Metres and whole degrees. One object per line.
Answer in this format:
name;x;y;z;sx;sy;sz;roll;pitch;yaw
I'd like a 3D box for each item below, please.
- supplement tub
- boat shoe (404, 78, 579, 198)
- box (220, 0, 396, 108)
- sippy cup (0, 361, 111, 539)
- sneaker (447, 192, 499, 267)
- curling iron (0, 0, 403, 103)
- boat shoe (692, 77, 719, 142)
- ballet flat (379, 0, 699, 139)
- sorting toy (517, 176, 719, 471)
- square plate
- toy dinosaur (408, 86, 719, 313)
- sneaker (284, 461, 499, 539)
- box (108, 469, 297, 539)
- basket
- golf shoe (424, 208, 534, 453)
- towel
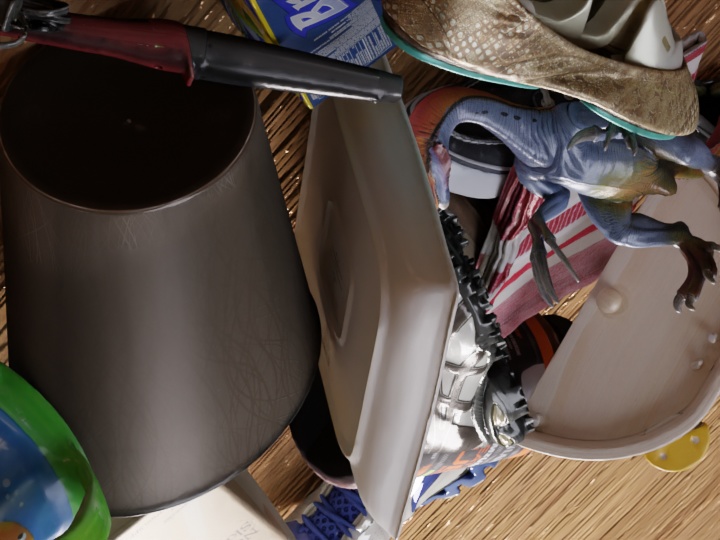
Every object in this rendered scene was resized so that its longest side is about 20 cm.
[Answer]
supplement tub;0.057;0.072;1.257;0.199;0.107;0.107;-7;139;-41
boat shoe;0.095;-0.091;1.103;0.200;0.072;0.068;-11;144;-47
box;-0.041;-0.153;0.841;0.064;0.070;0.200;-38;153;-5
sippy cup;-0.211;0.120;0.918;0.178;0.140;0.130;-34;-168;49
sneaker;0.068;-0.038;1.177;0.076;0.070;0.200;-56;158;-2
curling iron;-0.076;-0.090;0.837;0.199;0.050;0.026;10;104;-20
boat shoe;0.233;-0.088;1.278;0.200;0.073;0.065;-4;143;-48
ballet flat;0.097;-0.107;0.884;0.199;0.071;0.065;9;126;-44
sorting toy;0.187;0.026;1.218;0.201;0.107;0.180;-61;175;10
square plate;0.000;0.000;0.995;0.028;0.201;0.199;-4;140;-14
toy dinosaur;0.104;-0.049;1.010;0.105;0.181;0.200;-60;-170;20
sneaker;0.007;0.136;1.349;0.199;0.081;0.115;-41;150;-11
box;-0.115;0.145;1.198;0.095;0.078;0.200;-39;153;0
basket;-0.099;-0.007;0.930;0.180;0.136;0.200;-44;154;-27
golf shoe;0.031;0.039;1.083;0.094;0.078;0.200;-18;133;3
towel;0.124;-0.037;1.140;0.144;0.023;0.200;-33;156;-30
